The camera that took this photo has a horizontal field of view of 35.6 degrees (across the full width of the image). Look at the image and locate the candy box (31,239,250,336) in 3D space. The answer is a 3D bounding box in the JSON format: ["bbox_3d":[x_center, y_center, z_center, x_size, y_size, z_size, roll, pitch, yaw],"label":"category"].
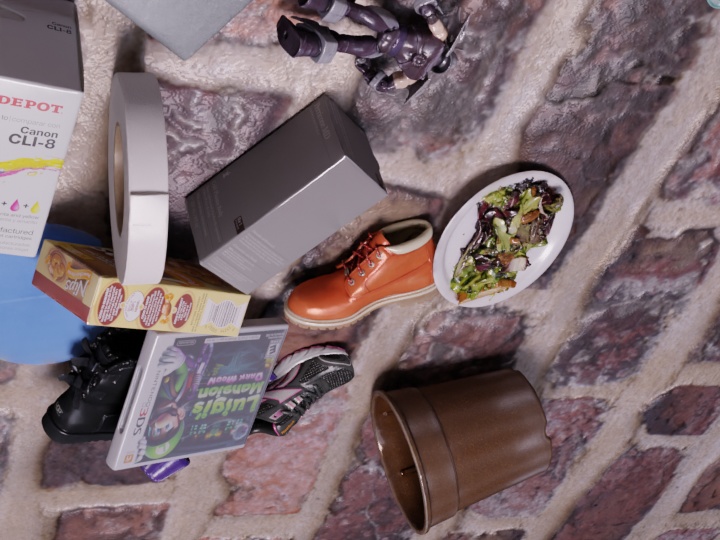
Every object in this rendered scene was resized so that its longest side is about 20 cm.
[{"bbox_3d":[-0.230,0.020,1.192,0.200,0.115,0.055,10,102,-48],"label":"candy box"}]

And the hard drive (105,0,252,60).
[{"bbox_3d":[-0.179,-0.288,0.986,0.139,0.033,0.200,-37,135,19],"label":"hard drive"}]

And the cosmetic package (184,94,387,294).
[{"bbox_3d":[-0.080,-0.078,1.189,0.200,0.107,0.090,-38,135,18],"label":"cosmetic package"}]

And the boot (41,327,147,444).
[{"bbox_3d":[-0.270,0.131,1.333,0.198,0.073,0.163,-1,139,-51],"label":"boot"}]

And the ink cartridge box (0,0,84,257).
[{"bbox_3d":[-0.342,-0.138,1.003,0.145,0.145,0.200,8,131,-26],"label":"ink cartridge box"}]

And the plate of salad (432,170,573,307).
[{"bbox_3d":[0.178,-0.030,1.351,0.199,0.048,0.201,-18,134,-19],"label":"plate of salad"}]

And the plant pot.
[{"bbox_3d":[0.141,0.233,1.533,0.198,0.201,0.201,-15,139,-14],"label":"plant pot"}]

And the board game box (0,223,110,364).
[{"bbox_3d":[-0.359,0.018,1.243,0.157,0.039,0.200,-9,130,-10],"label":"board game box"}]

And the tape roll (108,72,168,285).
[{"bbox_3d":[-0.212,-0.086,1.061,0.037,0.203,0.203,-2,136,-18],"label":"tape roll"}]

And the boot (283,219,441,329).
[{"bbox_3d":[0.000,0.000,1.331,0.199,0.075,0.107,-18,136,-13],"label":"boot"}]

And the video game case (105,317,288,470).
[{"bbox_3d":[-0.187,0.142,1.314,0.200,0.023,0.182,-2,120,-48],"label":"video game case"}]

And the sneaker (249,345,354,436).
[{"bbox_3d":[-0.096,0.173,1.462,0.199,0.087,0.080,-24,140,6],"label":"sneaker"}]

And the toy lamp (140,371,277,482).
[{"bbox_3d":[-0.195,0.185,1.414,0.200,0.058,0.058,-45,137,-6],"label":"toy lamp"}]

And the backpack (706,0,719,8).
[{"bbox_3d":[0.397,-0.352,1.040,0.200,0.153,0.176,-27,133,-1],"label":"backpack"}]

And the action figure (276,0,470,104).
[{"bbox_3d":[0.021,-0.231,1.095,0.199,0.069,0.130,10,124,-33],"label":"action figure"}]
